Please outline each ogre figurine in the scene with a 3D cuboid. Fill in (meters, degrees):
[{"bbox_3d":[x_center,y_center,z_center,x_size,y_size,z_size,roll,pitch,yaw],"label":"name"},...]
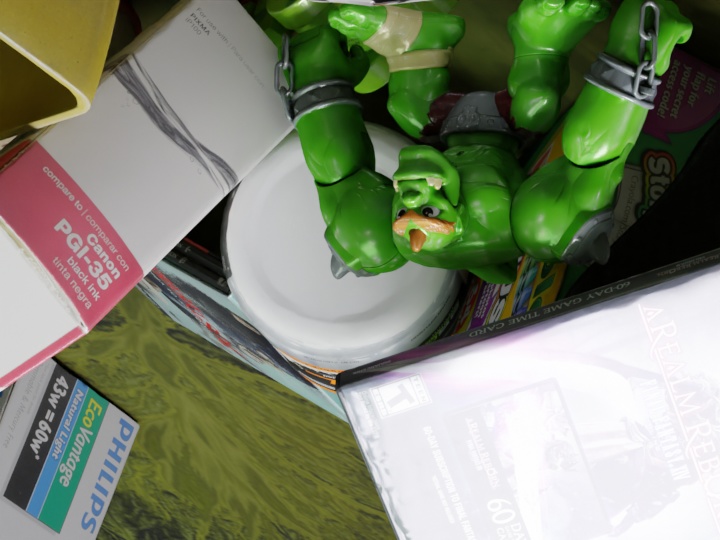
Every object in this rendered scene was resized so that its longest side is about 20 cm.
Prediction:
[{"bbox_3d":[0.051,-0.058,1.225,0.199,0.121,0.098,0,172,12],"label":"ogre figurine"}]

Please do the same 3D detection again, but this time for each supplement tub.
[{"bbox_3d":[0.000,0.000,1.436,0.122,0.123,0.200,18,173,10],"label":"supplement tub"}]

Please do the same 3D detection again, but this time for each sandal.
[{"bbox_3d":[0.165,-0.025,1.229,0.075,0.200,0.048,51,170,4],"label":"sandal"}]

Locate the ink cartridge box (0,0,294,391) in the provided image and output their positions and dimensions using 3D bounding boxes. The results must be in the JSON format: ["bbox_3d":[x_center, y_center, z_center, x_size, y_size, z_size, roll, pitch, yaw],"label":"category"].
[{"bbox_3d":[-0.131,-0.032,1.278,0.083,0.200,0.146,50,137,-7],"label":"ink cartridge box"}]

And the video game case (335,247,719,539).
[{"bbox_3d":[0.106,0.077,1.194,0.199,0.019,0.143,-18,114,10],"label":"video game case"}]

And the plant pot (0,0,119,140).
[{"bbox_3d":[-0.209,-0.180,1.218,0.200,0.177,0.199,37,151,-28],"label":"plant pot"}]

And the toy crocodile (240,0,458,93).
[{"bbox_3d":[-0.030,-0.120,1.341,0.067,0.062,0.200,36,147,-27],"label":"toy crocodile"}]

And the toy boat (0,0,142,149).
[{"bbox_3d":[-0.217,-0.113,1.434,0.199,0.131,0.131,-20,154,-9],"label":"toy boat"}]

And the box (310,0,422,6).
[{"bbox_3d":[0.005,-0.137,1.153,0.109,0.035,0.200,9,-168,26],"label":"box"}]

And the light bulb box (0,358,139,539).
[{"bbox_3d":[-0.293,0.165,1.952,0.199,0.199,0.125,-4,147,42],"label":"light bulb box"}]

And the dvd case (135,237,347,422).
[{"bbox_3d":[-0.092,0.015,1.617,0.200,0.022,0.146,29,167,45],"label":"dvd case"}]

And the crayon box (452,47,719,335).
[{"bbox_3d":[0.097,0.011,1.316,0.058,0.201,0.173,24,155,-8],"label":"crayon box"}]
